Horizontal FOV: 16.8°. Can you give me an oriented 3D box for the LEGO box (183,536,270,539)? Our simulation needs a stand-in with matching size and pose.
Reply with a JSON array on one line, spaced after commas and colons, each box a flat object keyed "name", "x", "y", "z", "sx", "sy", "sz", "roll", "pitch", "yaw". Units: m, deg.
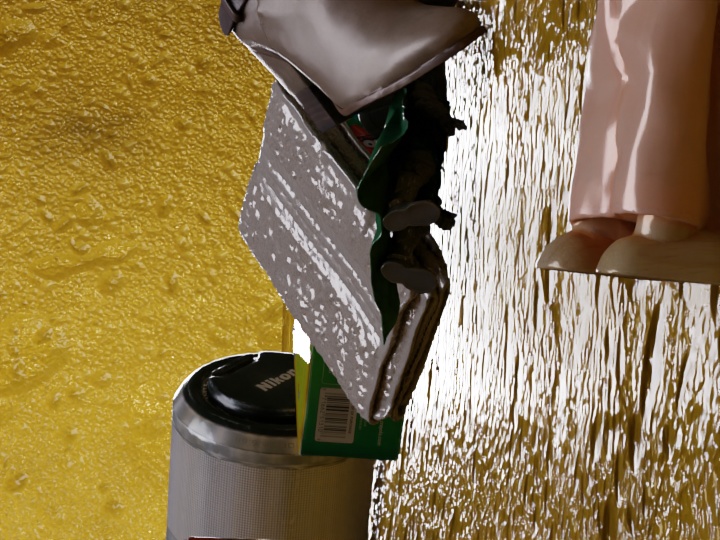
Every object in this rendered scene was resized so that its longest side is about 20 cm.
[{"name": "LEGO box", "x": -0.044, "y": 0.217, "z": 1.561, "sx": 0.200, "sy": 0.148, "sz": 0.077, "roll": 115, "pitch": 158, "yaw": -80}]

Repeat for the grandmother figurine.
[{"name": "grandmother figurine", "x": 0.085, "y": -0.098, "z": 0.675, "sx": 0.121, "sy": 0.060, "sz": 0.201, "roll": 6, "pitch": 90, "yaw": 59}]

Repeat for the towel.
[{"name": "towel", "x": -0.015, "y": -0.013, "z": 1.493, "sx": 0.200, "sy": 0.034, "sz": 0.133, "roll": 53, "pitch": 141, "yaw": 36}]

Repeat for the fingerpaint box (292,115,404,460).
[{"name": "fingerpaint box", "x": 0.000, "y": 0.000, "z": 1.644, "sx": 0.167, "sy": 0.073, "sz": 0.200, "roll": -96, "pitch": 12, "yaw": -62}]

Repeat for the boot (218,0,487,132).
[{"name": "boot", "x": -0.020, "y": -0.161, "z": 1.363, "sx": 0.200, "sy": 0.070, "sz": 0.146, "roll": -24, "pitch": 95, "yaw": 57}]

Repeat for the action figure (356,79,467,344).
[{"name": "action figure", "x": 0.031, "y": -0.057, "z": 1.387, "sx": 0.200, "sy": 0.055, "sz": 0.118, "roll": -80, "pitch": -6, "yaw": -62}]

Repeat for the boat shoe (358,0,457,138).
[{"name": "boat shoe", "x": 0.024, "y": -0.168, "z": 1.455, "sx": 0.202, "sy": 0.074, "sz": 0.065, "roll": 88, "pitch": 177, "yaw": -47}]

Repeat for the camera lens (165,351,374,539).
[{"name": "camera lens", "x": -0.071, "y": 0.175, "z": 1.898, "sx": 0.160, "sy": 0.159, "sz": 0.201, "roll": -97, "pitch": 11, "yaw": -67}]
